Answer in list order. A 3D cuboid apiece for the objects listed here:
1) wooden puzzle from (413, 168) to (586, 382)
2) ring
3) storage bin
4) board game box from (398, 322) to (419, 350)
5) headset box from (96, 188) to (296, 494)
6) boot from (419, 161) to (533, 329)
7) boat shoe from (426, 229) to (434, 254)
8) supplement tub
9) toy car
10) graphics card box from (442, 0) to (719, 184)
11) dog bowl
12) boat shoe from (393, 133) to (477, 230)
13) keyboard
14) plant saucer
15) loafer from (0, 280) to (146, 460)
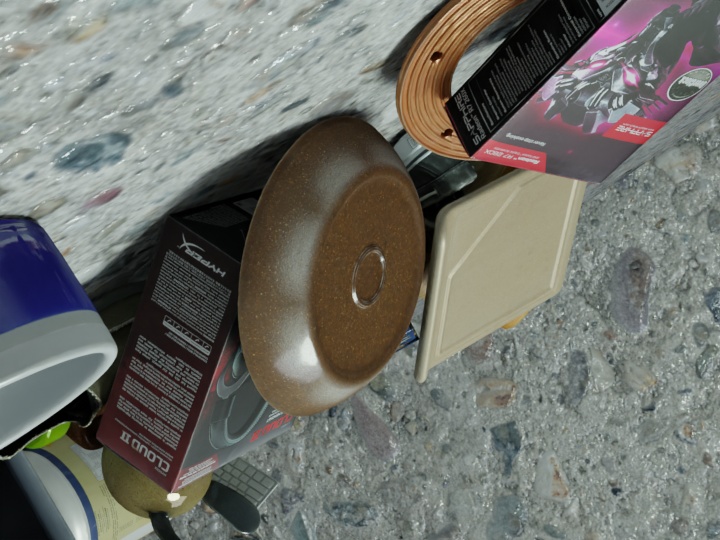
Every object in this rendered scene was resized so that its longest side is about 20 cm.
[{"bbox_3d":[0.116,-0.018,1.144,0.200,0.037,0.185,-32,146,-32],"label":"wooden puzzle"},{"bbox_3d":[0.115,-0.137,0.851,0.200,0.019,0.201,-16,151,-9],"label":"ring"},{"bbox_3d":[-0.323,0.241,1.175,0.145,0.200,0.134,-30,-177,-13],"label":"storage bin"},{"bbox_3d":[0.000,0.000,1.094,0.035,0.136,0.200,-28,174,1],"label":"board game box"},{"bbox_3d":[-0.090,0.050,0.945,0.149,0.077,0.201,-21,137,-57],"label":"headset box"},{"bbox_3d":[0.133,-0.044,1.235,0.144,0.071,0.202,15,113,-35],"label":"boot"},{"bbox_3d":[0.013,-0.028,1.268,0.200,0.073,0.063,-30,-175,-14],"label":"boat shoe"},{"bbox_3d":[-0.279,0.230,1.467,0.200,0.145,0.144,-25,170,-48],"label":"supplement tub"},{"bbox_3d":[-0.158,0.139,1.104,0.158,0.200,0.164,-36,173,34],"label":"toy car"},{"bbox_3d":[0.159,-0.135,0.814,0.125,0.051,0.200,8,139,-40],"label":"graphics card box"},{"bbox_3d":[-0.229,0.059,0.698,0.200,0.079,0.200,-31,174,-4],"label":"dog bowl"},{"bbox_3d":[0.049,-0.064,1.137,0.072,0.071,0.200,-31,173,-9],"label":"boat shoe"},{"bbox_3d":[-0.168,0.150,1.186,0.056,0.200,0.011,-49,163,-40],"label":"keyboard"},{"bbox_3d":[-0.007,0.001,0.896,0.037,0.201,0.200,13,-160,30],"label":"plant saucer"},{"bbox_3d":[-0.190,0.075,0.956,0.200,0.070,0.075,-29,143,-22],"label":"loafer"}]
